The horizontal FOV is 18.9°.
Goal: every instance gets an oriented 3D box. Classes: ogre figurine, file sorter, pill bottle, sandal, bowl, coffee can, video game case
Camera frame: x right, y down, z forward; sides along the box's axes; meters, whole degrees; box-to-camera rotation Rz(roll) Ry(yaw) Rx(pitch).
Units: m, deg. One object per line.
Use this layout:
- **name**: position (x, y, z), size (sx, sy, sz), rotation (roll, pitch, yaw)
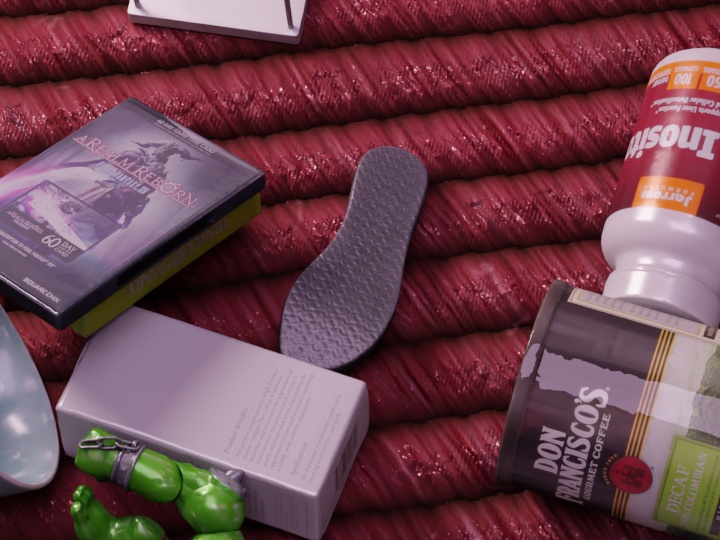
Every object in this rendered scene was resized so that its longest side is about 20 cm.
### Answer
- **ogre figurine**: position (-0.130, 0.207, 1.463), size (0.119, 0.098, 0.202), rotation (-6, 69, 8)
- **file sorter**: position (-0.101, -0.301, 1.681), size (0.138, 0.125, 0.201), rotation (8, 67, 7)
- **pill bottle**: position (0.239, -0.049, 1.557), size (0.112, 0.113, 0.201), rotation (15, 67, 10)
- **sandal**: position (0.001, 0.000, 1.593), size (0.076, 0.043, 0.201), rotation (24, 60, 5)
- **bowl**: position (-0.307, 0.086, 1.501), size (0.105, 0.201, 0.202), rotation (-30, 66, 12)
- **coffee can**: position (0.207, 0.103, 1.472), size (0.199, 0.147, 0.147), rotation (16, 68, 10)
- **video game case**: position (-0.186, -0.045, 1.527), size (0.142, 0.019, 0.200), rotation (30, 51, 31)

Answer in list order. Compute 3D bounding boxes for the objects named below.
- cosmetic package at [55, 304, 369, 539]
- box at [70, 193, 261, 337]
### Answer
- **cosmetic package**: position (-0.103, 0.105, 1.524), size (0.199, 0.074, 0.102), rotation (18, 58, 12)
- **box**: position (-0.182, -0.032, 1.561), size (0.122, 0.048, 0.200), rotation (30, 52, 32)
